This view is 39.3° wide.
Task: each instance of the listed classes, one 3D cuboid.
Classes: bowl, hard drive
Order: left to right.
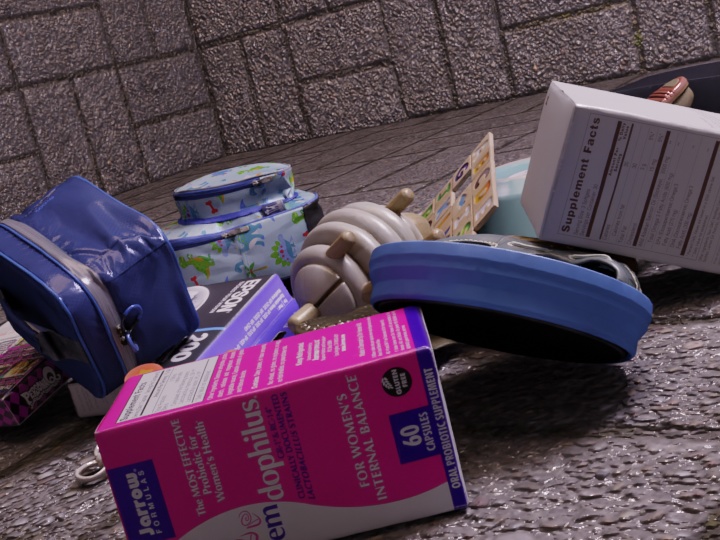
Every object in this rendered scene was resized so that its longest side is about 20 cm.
[{"bbox_3d":[0.101,0.027,0.707,0.199,0.040,0.201,13,-10,2],"label":"bowl"},{"bbox_3d":[0.188,-0.060,1.065,0.199,0.106,0.201,-15,12,3],"label":"bowl"},{"bbox_3d":[0.345,-0.181,1.020,0.134,0.043,0.199,-24,16,-39],"label":"hard drive"}]

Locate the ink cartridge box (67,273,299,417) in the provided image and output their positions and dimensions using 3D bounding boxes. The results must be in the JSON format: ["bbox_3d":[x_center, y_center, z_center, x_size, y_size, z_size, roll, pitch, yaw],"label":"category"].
[{"bbox_3d":[-0.151,0.066,0.983,0.199,0.044,0.198,-8,22,23],"label":"ink cartridge box"}]

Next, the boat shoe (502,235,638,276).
[{"bbox_3d":[0.144,0.007,0.890,0.198,0.073,0.068,-9,11,11],"label":"boat shoe"}]

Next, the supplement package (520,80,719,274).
[{"bbox_3d":[0.251,-0.078,0.854,0.198,0.118,0.117,11,20,-3],"label":"supplement package"}]

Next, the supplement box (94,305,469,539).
[{"bbox_3d":[-0.045,0.103,0.616,0.198,0.102,0.103,-14,12,2],"label":"supplement box"}]

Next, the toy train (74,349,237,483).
[{"bbox_3d":[-0.128,0.106,0.798,0.198,0.056,0.150,-12,14,11],"label":"toy train"}]

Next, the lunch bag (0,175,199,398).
[{"bbox_3d":[-0.249,0.021,0.903,0.132,0.137,0.199,-37,43,-28],"label":"lunch bag"}]

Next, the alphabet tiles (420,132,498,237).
[{"bbox_3d":[0.086,-0.039,1.041,0.167,0.008,0.200,-50,16,28],"label":"alphabet tiles"}]

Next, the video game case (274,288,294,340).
[{"bbox_3d":[-0.078,0.038,1.132,0.181,0.023,0.200,-4,17,39],"label":"video game case"}]

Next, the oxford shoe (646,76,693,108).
[{"bbox_3d":[0.258,-0.087,0.951,0.201,0.074,0.071,-56,4,10],"label":"oxford shoe"}]

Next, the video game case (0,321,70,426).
[{"bbox_3d":[-0.349,0.095,1.030,0.199,0.036,0.181,-12,25,37],"label":"video game case"}]

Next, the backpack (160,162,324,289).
[{"bbox_3d":[-0.148,-0.042,1.172,0.199,0.148,0.183,-20,11,-11],"label":"backpack"}]

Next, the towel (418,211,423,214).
[{"bbox_3d":[0.121,-0.054,1.285,0.132,0.035,0.200,-8,13,20],"label":"towel"}]

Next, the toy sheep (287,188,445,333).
[{"bbox_3d":[0.000,0.000,0.960,0.137,0.139,0.200,-1,23,46],"label":"toy sheep"}]

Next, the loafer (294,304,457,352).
[{"bbox_3d":[0.016,0.064,0.810,0.076,0.068,0.199,0,3,36],"label":"loafer"}]

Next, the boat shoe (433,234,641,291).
[{"bbox_3d":[0.128,0.001,0.828,0.199,0.073,0.062,11,-14,26],"label":"boat shoe"}]
